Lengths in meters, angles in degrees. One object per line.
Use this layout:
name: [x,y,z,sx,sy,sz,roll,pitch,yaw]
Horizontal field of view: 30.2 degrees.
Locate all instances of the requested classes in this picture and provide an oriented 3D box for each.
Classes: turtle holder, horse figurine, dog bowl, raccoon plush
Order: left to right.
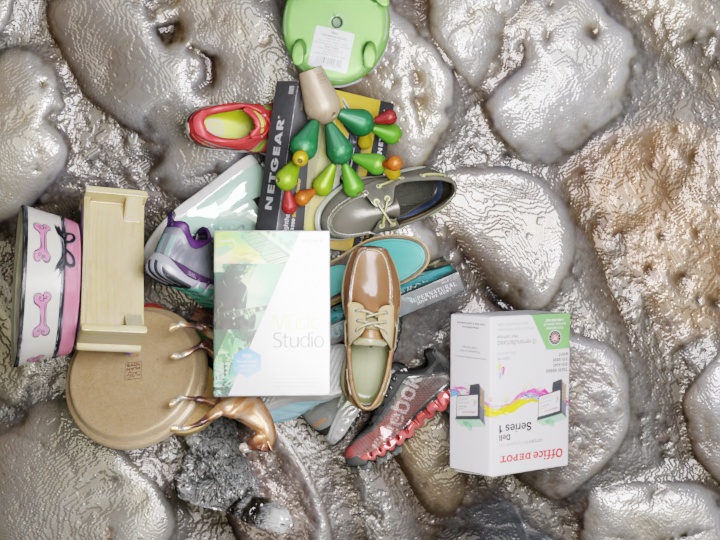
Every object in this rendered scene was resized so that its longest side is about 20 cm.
dog bowl: [-0.396,0.021,1.675,0.073,0.200,0.203,3,92,-18]
horse figurine: [-0.172,0.129,1.656,0.131,0.050,0.202,-1,65,-9]
raccoon plush: [-0.151,0.241,1.717,0.198,0.097,0.136,15,92,22]
turtle holder: [-0.035,-0.326,1.695,0.139,0.132,0.188,-17,92,0]

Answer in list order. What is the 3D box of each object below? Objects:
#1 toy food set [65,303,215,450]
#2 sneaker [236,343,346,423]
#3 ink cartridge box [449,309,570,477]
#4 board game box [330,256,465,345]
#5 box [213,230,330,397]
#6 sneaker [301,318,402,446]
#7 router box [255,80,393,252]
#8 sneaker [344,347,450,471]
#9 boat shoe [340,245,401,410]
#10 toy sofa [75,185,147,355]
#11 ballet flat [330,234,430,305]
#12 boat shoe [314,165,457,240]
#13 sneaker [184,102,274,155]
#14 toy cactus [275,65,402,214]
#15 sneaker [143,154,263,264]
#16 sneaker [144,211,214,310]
toy food set: [-0.283,0.136,1.713,0.198,0.049,0.200,-22,62,1]
sneaker: [-0.075,0.148,1.708,0.198,0.082,0.075,-14,66,11]
ink cartridge box: [0.192,0.155,1.710,0.143,0.084,0.203,-1,93,-37]
board game box: [0.029,0.039,1.707,0.198,0.135,0.028,-22,101,-1]
box: [-0.107,0.052,1.616,0.142,0.036,0.203,0,86,-5]
sneaker: [-0.008,0.128,1.743,0.079,0.074,0.201,32,91,3]
router box: [-0.045,-0.129,1.702,0.156,0.052,0.203,7,93,-38]
sneaker: [0.049,0.177,1.746,0.200,0.071,0.098,-38,93,-2]
boat shoe: [0.015,0.073,1.605,0.075,0.074,0.203,0,100,-5]
toy sofa: [-0.315,0.003,1.679,0.082,0.098,0.203,4,68,-18]
ballet flat: [0.000,0.000,1.710,0.198,0.063,0.070,-17,87,17]
boat shoe: [0.034,-0.085,1.695,0.200,0.060,0.073,-21,112,-31]
sneaker: [-0.126,-0.182,1.716,0.197,0.085,0.078,-5,92,-11]
toy cactus: [-0.033,-0.166,1.626,0.198,0.102,0.167,-25,101,-22]
sneaker: [-0.183,-0.043,1.728,0.200,0.074,0.119,-39,87,-2]
sneaker: [-0.184,-0.001,1.692,0.074,0.200,0.089,7,73,35]
